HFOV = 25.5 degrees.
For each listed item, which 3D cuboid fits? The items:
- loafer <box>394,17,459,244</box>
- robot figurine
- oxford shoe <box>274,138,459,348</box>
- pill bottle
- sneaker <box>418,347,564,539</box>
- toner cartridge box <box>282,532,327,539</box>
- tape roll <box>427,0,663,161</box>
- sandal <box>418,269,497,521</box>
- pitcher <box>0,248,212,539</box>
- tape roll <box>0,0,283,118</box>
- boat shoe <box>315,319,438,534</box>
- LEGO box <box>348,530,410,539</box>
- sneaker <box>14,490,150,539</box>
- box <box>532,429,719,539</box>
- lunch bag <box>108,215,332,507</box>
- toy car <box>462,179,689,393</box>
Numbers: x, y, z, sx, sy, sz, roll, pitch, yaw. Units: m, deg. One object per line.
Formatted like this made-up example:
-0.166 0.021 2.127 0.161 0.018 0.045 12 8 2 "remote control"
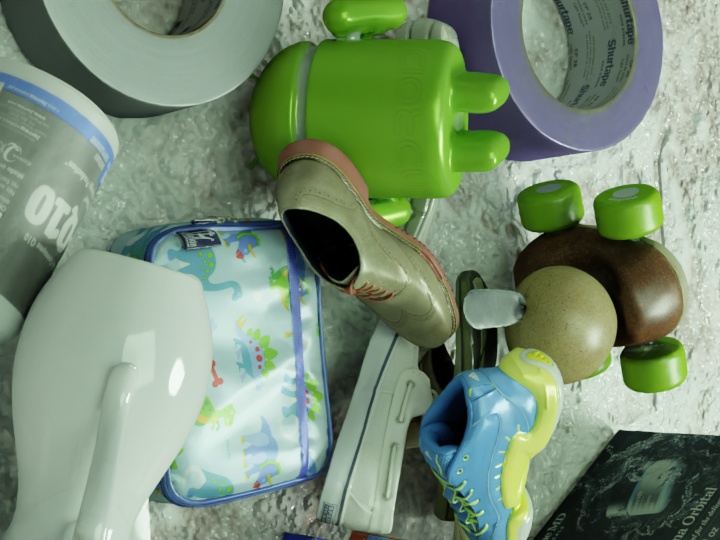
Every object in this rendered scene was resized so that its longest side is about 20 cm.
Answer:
0.047 -0.097 1.261 0.070 0.070 0.201 9 94 -65 "loafer"
0.008 -0.111 1.169 0.116 0.198 0.177 -48 137 -70 "robot figurine"
0.000 0.000 1.141 0.200 0.070 0.075 46 36 -28 "oxford shoe"
-0.245 -0.025 1.012 0.114 0.113 0.201 36 68 -29 "pill bottle"
0.078 0.148 1.184 0.104 0.076 0.201 -2 116 -31 "sneaker"
0.020 0.271 1.234 0.199 0.043 0.096 22 76 -33 "toner cartridge box"
0.157 -0.195 1.340 0.199 0.085 0.202 2 87 -36 "tape roll"
0.069 0.099 1.269 0.080 0.057 0.203 -4 103 -71 "sandal"
-0.155 0.092 0.966 0.120 0.171 0.201 16 83 -17 "pitcher"
-0.153 -0.211 1.122 0.199 0.066 0.202 3 85 -36 "tape roll"
0.026 0.108 1.202 0.069 0.071 0.201 17 53 3 "boat shoe"
0.057 0.306 1.185 0.200 0.077 0.150 35 69 -29 "LEGO box"
-0.191 0.129 1.068 0.082 0.074 0.202 -7 90 -39 "sneaker"
0.258 0.241 1.315 0.197 0.199 0.118 -46 113 -30 "box"
-0.097 0.062 1.139 0.160 0.082 0.202 -2 90 -41 "lunch bag"
0.150 0.038 1.268 0.199 0.157 0.165 -28 113 -38 "toy car"
